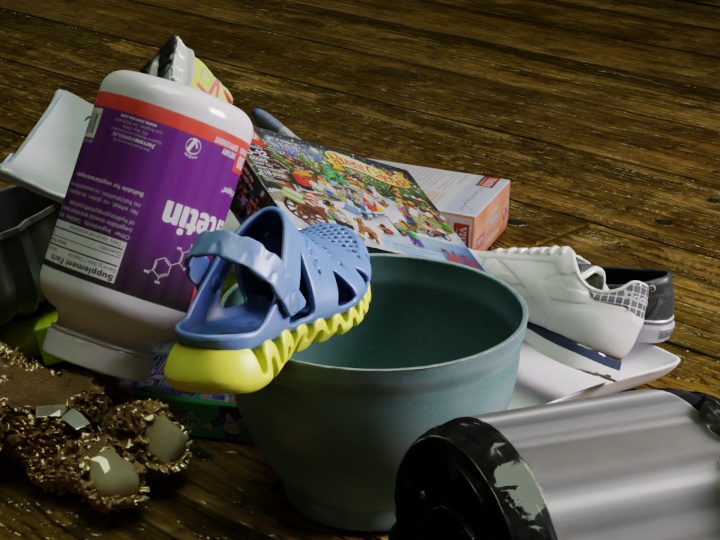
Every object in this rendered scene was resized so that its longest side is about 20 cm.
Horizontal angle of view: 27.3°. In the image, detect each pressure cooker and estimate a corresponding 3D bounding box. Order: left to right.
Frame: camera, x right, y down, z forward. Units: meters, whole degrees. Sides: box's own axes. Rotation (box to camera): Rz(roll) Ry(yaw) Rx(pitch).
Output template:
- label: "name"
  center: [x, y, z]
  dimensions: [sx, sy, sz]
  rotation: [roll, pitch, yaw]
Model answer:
- label: "pressure cooker"
  center: [0.133, 0.148, 0.762]
  dimensions: [0.198, 0.180, 0.176]
  rotation: [-6, 19, -24]

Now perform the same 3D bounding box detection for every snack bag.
- label: "snack bag"
  center: [-0.176, -0.081, 1.197]
  dimensions: [0.199, 0.022, 0.189]
  rotation: [23, 27, -6]

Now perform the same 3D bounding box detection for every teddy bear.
- label: "teddy bear"
  center: [-0.209, 0.108, 0.996]
  dimensions: [0.198, 0.067, 0.145]
  rotation: [11, 35, 10]

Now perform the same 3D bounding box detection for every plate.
- label: "plate"
  center: [0.119, 0.071, 1.191]
  dimensions: [0.199, 0.033, 0.199]
  rotation: [-14, 26, -38]

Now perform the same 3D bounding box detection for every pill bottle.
- label: "pill bottle"
  center: [-0.153, -0.029, 1.032]
  dimensions: [0.112, 0.202, 0.112]
  rotation: [17, -1, 0]

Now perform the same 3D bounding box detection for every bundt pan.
- label: "bundt pan"
  center: [-0.309, 0.001, 1.166]
  dimensions: [0.200, 0.076, 0.202]
  rotation: [-17, 18, 6]

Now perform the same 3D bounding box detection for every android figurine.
- label: "android figurine"
  center: [-0.186, 0.024, 1.172]
  dimensions: [0.198, 0.041, 0.182]
  rotation: [-15, 17, 3]

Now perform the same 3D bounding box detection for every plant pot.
- label: "plant pot"
  center: [0.007, 0.085, 0.975]
  dimensions: [0.198, 0.135, 0.201]
  rotation: [1, 21, 0]

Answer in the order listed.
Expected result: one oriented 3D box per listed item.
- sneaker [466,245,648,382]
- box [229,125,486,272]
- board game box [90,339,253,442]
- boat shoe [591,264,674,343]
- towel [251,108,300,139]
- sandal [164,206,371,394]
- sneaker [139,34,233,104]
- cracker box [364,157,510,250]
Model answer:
- label: "sneaker"
  center: [0.139, 0.014, 1.157]
  dimensions: [0.199, 0.081, 0.076]
  rotation: [29, 9, 41]
- label: "box"
  center: [-0.013, -0.043, 1.125]
  dimensions: [0.199, 0.038, 0.137]
  rotation: [12, 32, -42]
- label: "board game box"
  center: [-0.126, 0.071, 1.149]
  dimensions: [0.133, 0.029, 0.200]
  rotation: [5, 20, 7]
- label: "boat shoe"
  center: [0.165, 0.011, 1.233]
  dimensions: [0.199, 0.057, 0.069]
  rotation: [11, 21, 21]
- label: "towel"
  center: [-0.012, -0.063, 1.358]
  dimensions: [0.200, 0.024, 0.147]
  rotation: [41, -3, 33]
- label: "sandal"
  center: [-0.048, 0.002, 0.882]
  dimensions: [0.079, 0.088, 0.200]
  rotation: [6, 19, 19]
- label: "sneaker"
  center: [-0.134, -0.106, 1.177]
  dimensions: [0.090, 0.078, 0.201]
  rotation: [37, 33, -26]
- label: "cracker box"
  center: [0.040, -0.064, 1.512]
  dimensions: [0.198, 0.058, 0.134]
  rotation: [10, 21, 18]
